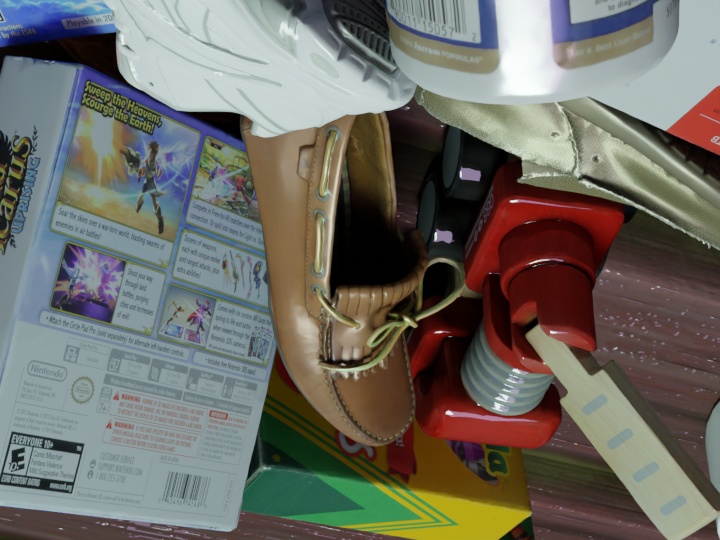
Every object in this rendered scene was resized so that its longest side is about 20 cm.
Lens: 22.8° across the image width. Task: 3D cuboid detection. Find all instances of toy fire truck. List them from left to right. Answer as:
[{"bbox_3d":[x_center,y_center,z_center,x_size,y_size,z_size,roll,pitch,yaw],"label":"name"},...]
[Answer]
[{"bbox_3d":[0.093,0.046,0.884,0.128,0.201,0.176,8,143,-11],"label":"toy fire truck"}]

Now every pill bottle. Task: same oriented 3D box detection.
[{"bbox_3d":[0.055,-0.170,0.628,0.110,0.111,0.201,-4,120,5],"label":"pill bottle"}]

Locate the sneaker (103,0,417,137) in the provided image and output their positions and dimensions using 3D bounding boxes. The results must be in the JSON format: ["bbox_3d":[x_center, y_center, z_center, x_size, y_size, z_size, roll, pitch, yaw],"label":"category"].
[{"bbox_3d":[-0.073,-0.107,0.676,0.099,0.078,0.200,-27,129,34],"label":"sneaker"}]

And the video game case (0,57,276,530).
[{"bbox_3d":[-0.105,0.018,0.810,0.045,0.182,0.200,12,175,30],"label":"video game case"}]

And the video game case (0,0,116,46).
[{"bbox_3d":[-0.088,-0.177,0.688,0.199,0.046,0.182,-6,136,10],"label":"video game case"}]

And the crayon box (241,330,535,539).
[{"bbox_3d":[0.018,0.079,0.982,0.199,0.127,0.051,13,141,-28],"label":"crayon box"}]

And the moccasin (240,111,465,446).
[{"bbox_3d":[0.001,-0.001,0.846,0.077,0.074,0.202,14,124,34],"label":"moccasin"}]

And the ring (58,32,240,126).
[{"bbox_3d":[-0.050,-0.128,0.799,0.199,0.019,0.201,0,143,0],"label":"ring"}]

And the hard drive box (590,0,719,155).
[{"bbox_3d":[0.185,-0.141,0.736,0.155,0.077,0.200,19,140,-24],"label":"hard drive box"}]

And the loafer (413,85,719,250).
[{"bbox_3d":[0.108,-0.068,0.819,0.200,0.076,0.067,32,134,-14],"label":"loafer"}]

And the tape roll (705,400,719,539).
[{"bbox_3d":[0.317,0.122,1.103,0.201,0.071,0.203,-1,144,-1],"label":"tape roll"}]
